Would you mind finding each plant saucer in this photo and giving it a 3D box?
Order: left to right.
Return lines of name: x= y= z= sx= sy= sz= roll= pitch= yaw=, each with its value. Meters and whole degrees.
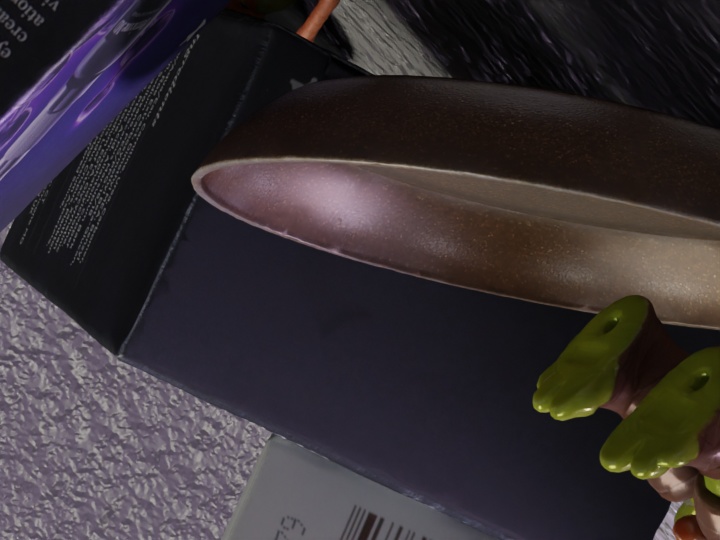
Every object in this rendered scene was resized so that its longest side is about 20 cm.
plant saucer: x=0.054 y=-0.018 z=0.746 sx=0.199 sy=0.032 sz=0.200 roll=10 pitch=173 yaw=1

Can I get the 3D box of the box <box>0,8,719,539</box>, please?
box: x=0.000 y=0.000 z=0.939 sx=0.196 sy=0.118 sz=0.200 roll=26 pitch=180 yaw=-20

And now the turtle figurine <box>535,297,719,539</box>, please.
turtle figurine: x=0.122 y=0.087 z=0.754 sx=0.162 sy=0.064 sz=0.200 roll=52 pitch=-172 yaw=-26

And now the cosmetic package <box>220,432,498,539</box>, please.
cosmetic package: x=0.010 y=0.162 z=1.042 sx=0.164 sy=0.166 sz=0.200 roll=24 pitch=180 yaw=2

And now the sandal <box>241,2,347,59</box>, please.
sandal: x=-0.054 y=-0.102 z=1.208 sx=0.076 sy=0.043 sz=0.200 roll=45 pitch=174 yaw=-10

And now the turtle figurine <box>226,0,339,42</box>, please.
turtle figurine: x=-0.072 y=-0.139 z=0.977 sx=0.161 sy=0.064 sz=0.200 roll=43 pitch=174 yaw=9

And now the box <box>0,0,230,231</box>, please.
box: x=-0.093 y=-0.099 z=0.737 sx=0.104 sy=0.200 sz=0.148 roll=44 pitch=174 yaw=1
